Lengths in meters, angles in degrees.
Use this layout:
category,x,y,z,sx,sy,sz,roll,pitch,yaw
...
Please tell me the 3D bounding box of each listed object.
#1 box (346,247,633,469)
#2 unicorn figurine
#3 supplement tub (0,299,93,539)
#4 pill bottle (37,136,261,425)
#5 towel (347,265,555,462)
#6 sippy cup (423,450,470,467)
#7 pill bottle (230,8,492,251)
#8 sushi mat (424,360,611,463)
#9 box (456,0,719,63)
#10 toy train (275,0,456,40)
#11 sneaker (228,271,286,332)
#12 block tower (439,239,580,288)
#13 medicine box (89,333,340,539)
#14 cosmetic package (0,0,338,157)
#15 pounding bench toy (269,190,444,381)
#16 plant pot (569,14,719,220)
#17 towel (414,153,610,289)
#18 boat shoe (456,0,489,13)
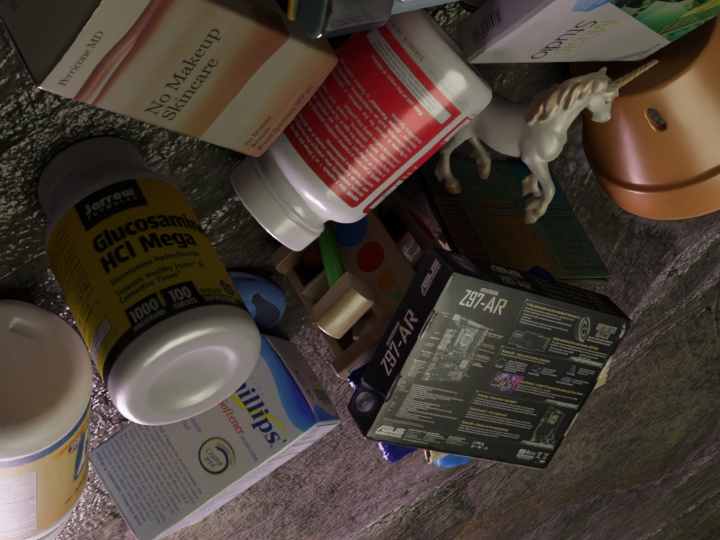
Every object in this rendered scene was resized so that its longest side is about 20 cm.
category,x,y,z,sx,sy,sz,roll,pitch,yaw
box,0.109,0.078,0.993,0.199,0.044,0.161,13,113,-32
unicorn figurine,0.137,-0.116,1.014,0.074,0.198,0.138,-60,158,-49
supplement tub,-0.295,0.136,0.985,0.144,0.145,0.201,-16,146,-26
pill bottle,-0.160,0.001,0.866,0.112,0.201,0.113,-24,149,-16
towel,0.088,0.081,1.063,0.199,0.050,0.148,-29,143,-7
sippy cup,0.098,0.151,1.392,0.177,0.131,0.140,-25,149,-15
pill bottle,-0.003,-0.112,0.943,0.200,0.113,0.112,-41,149,13
sushi mat,0.147,0.110,1.088,0.198,0.012,0.096,-21,142,-18
box,0.190,-0.200,0.895,0.199,0.037,0.144,-10,168,-36
toy train,0.021,-0.220,0.810,0.198,0.114,0.086,-16,146,-26
sneaker,-0.144,0.054,1.074,0.199,0.082,0.074,-7,140,-40
block tower,0.160,0.011,1.194,0.054,0.200,0.058,0,121,-42
medicine box,-0.133,0.160,1.159,0.199,0.103,0.182,-35,172,1
cosmetic package,-0.122,-0.157,0.791,0.199,0.088,0.103,11,129,-50
pounding bench toy,0.000,0.000,1.059,0.124,0.157,0.200,-41,150,13
plant pot,0.277,-0.167,1.072,0.200,0.201,0.140,-38,133,7
towel,0.143,-0.046,1.142,0.199,0.148,0.022,0,146,-42
boat shoe,0.147,-0.220,0.970,0.199,0.072,0.071,-12,143,-33
